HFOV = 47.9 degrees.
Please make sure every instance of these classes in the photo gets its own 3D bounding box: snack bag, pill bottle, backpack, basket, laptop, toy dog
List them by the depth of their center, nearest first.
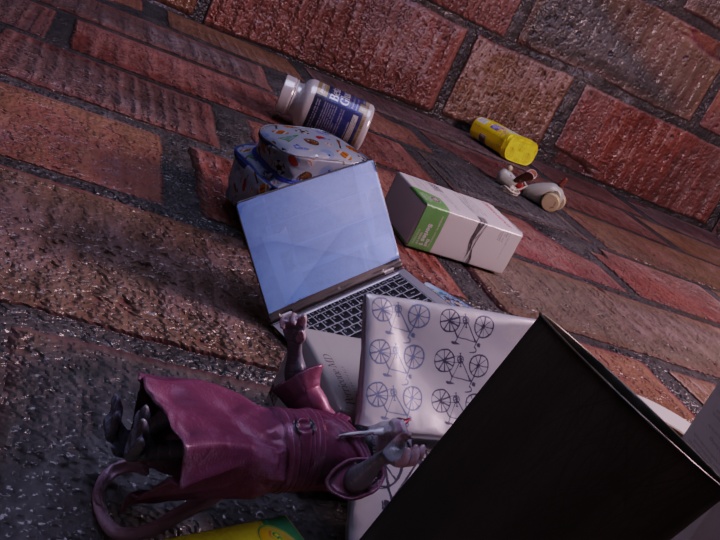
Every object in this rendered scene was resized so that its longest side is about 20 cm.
[{"bbox_3d":[0.096,0.147,0.500,0.136,0.200,0.180,40,9,-10],"label":"basket"},{"bbox_3d":[0.072,0.126,0.606,0.188,0.201,0.021,11,-10,-30],"label":"snack bag"},{"bbox_3d":[0.000,0.000,0.840,0.187,0.116,0.200,-23,47,-34],"label":"laptop"},{"bbox_3d":[-0.089,-0.115,1.090,0.200,0.155,0.190,5,17,-39],"label":"backpack"},{"bbox_3d":[-0.080,-0.342,1.740,0.199,0.111,0.111,21,19,-11],"label":"pill bottle"},{"bbox_3d":[0.472,-0.234,2.169,0.199,0.097,0.132,24,19,-5],"label":"toy dog"}]

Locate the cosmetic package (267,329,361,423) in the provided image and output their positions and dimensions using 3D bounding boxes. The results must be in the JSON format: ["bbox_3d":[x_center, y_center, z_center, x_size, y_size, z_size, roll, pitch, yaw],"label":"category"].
[{"bbox_3d":[0.034,0.124,0.680,0.200,0.081,0.113,14,24,-32],"label":"cosmetic package"}]

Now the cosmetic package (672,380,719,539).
[{"bbox_3d":[0.329,0.196,0.702,0.113,0.201,0.081,18,19,-13],"label":"cosmetic package"}]

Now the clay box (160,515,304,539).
[{"bbox_3d":[-0.073,0.195,0.432,0.200,0.048,0.115,4,29,-46],"label":"clay box"}]

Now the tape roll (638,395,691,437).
[{"bbox_3d":[0.349,0.209,0.941,0.202,0.037,0.203,22,19,-8],"label":"tape roll"}]

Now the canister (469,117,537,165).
[{"bbox_3d":[0.483,-0.442,2.746,0.148,0.087,0.200,10,23,-39],"label":"canister"}]

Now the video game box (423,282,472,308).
[{"bbox_3d":[0.116,0.091,0.947,0.182,0.047,0.200,32,20,15],"label":"video game box"}]

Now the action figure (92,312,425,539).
[{"bbox_3d":[-0.049,0.117,0.498,0.199,0.149,0.134,10,26,-28],"label":"action figure"}]

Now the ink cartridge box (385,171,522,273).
[{"bbox_3d":[0.154,-0.081,1.385,0.199,0.085,0.146,16,21,-25],"label":"ink cartridge box"}]
